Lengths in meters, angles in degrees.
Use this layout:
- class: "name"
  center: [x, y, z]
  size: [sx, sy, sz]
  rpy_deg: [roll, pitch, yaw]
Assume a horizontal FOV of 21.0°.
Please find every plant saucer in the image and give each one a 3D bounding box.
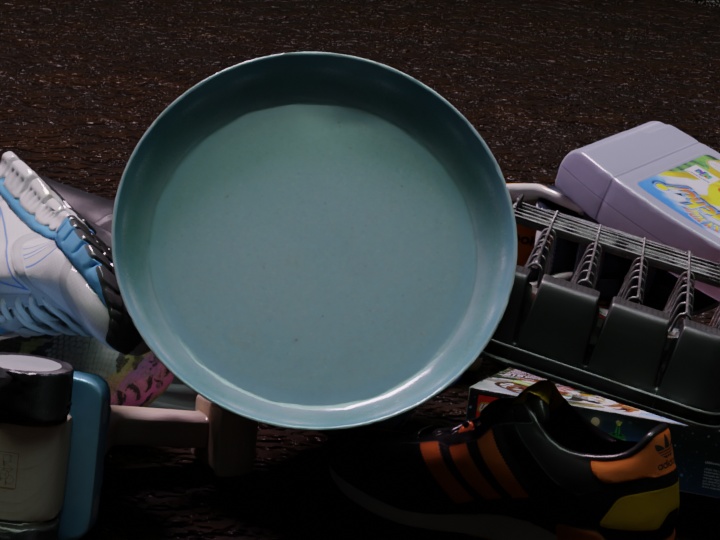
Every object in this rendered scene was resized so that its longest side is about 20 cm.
- class: "plant saucer"
  center: [-0.022, -0.013, 0.960]
  size: [0.199, 0.201, 0.027]
  rpy_deg: [4, -22, -2]

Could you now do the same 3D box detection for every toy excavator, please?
- class: "toy excavator"
  center: [-0.156, 0.084, 0.996]
  size: [0.193, 0.101, 0.200]
  rpy_deg: [7, 7, 3]

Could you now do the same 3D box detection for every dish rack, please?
- class: "dish rack"
  center: [0.133, 0.014, 1.054]
  size: [0.152, 0.055, 0.200]
  rpy_deg: [19, 16, 6]

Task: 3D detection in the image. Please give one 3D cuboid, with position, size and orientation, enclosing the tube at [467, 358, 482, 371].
- class: "tube"
  center: [-0.021, 0.042, 1.256]
  size: [0.198, 0.058, 0.052]
  rpy_deg: [0, 59, -6]

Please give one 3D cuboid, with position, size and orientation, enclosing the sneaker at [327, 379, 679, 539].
- class: "sneaker"
  center: [0.075, 0.093, 1.006]
  size: [0.199, 0.091, 0.070]
  rpy_deg: [14, 18, 30]

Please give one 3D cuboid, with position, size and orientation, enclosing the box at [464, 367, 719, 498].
- class: "box"
  center: [0.169, 0.092, 1.094]
  size: [0.199, 0.038, 0.137]
  rpy_deg: [9, 6, 16]

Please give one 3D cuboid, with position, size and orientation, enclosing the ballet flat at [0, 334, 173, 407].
- class: "ballet flat"
  center: [-0.203, 0.072, 1.075]
  size: [0.198, 0.070, 0.071]
  rpy_deg: [0, 34, -1]

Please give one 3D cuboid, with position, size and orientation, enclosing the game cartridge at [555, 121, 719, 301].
- class: "game cartridge"
  center: [0.226, -0.027, 1.213]
  size: [0.199, 0.041, 0.133]
  rpy_deg: [33, 34, 24]

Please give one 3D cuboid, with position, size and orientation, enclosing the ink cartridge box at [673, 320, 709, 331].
- class: "ink cartridge box"
  center: [0.210, 0.049, 1.162]
  size: [0.161, 0.051, 0.200]
  rpy_deg: [9, -8, 16]

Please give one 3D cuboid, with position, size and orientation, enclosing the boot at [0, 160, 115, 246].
- class: "boot"
  center: [-0.168, -0.034, 1.430]
  size: [0.162, 0.074, 0.198]
  rpy_deg: [-13, 30, -42]

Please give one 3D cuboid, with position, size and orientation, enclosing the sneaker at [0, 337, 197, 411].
- class: "sneaker"
  center: [-0.159, 0.031, 1.178]
  size: [0.199, 0.083, 0.075]
  rpy_deg: [9, 16, 16]

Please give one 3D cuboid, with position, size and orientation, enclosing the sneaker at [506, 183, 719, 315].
- class: "sneaker"
  center: [0.151, -0.011, 1.260]
  size: [0.199, 0.079, 0.079]
  rpy_deg: [7, 0, 9]

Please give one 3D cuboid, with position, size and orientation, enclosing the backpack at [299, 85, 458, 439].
- class: "backpack"
  center: [0.000, 0.000, 1.092]
  size: [0.134, 0.184, 0.200]
  rpy_deg: [-16, -34, 39]

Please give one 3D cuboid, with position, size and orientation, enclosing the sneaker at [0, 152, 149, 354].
- class: "sneaker"
  center: [-0.168, 0.012, 1.031]
  size: [0.075, 0.087, 0.200]
  rpy_deg: [47, -6, -33]
